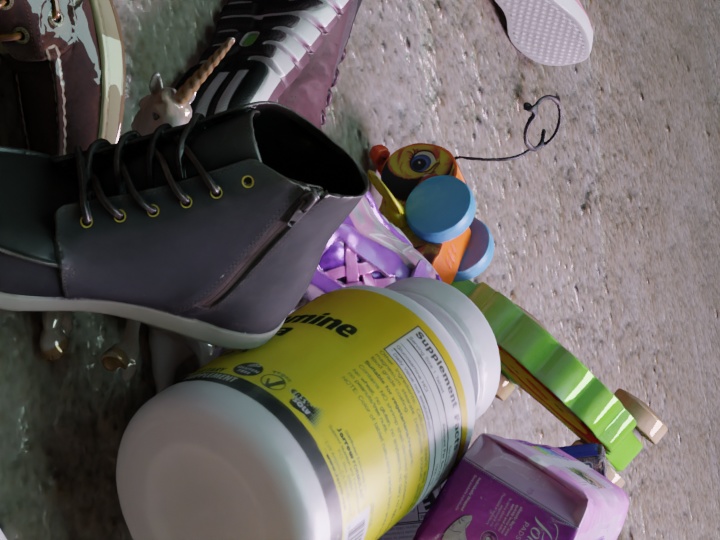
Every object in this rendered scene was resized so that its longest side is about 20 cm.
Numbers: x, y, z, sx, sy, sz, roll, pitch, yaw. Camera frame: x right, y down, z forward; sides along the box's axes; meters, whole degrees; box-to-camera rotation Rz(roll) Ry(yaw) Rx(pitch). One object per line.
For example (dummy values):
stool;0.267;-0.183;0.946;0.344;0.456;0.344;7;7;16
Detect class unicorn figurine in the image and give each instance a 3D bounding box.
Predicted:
unicorn figurine;-0.101;0.002;0.800;0.201;0.073;0.138;83;19;-52

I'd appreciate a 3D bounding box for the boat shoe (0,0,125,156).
boat shoe;-0.154;-0.127;0.734;0.071;0.072;0.203;-8;102;-35

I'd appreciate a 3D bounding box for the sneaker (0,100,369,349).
sneaker;-0.101;-0.037;0.675;0.198;0.106;0.075;12;45;-28

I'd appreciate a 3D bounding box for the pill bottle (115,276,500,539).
pill bottle;-0.015;0.075;0.780;0.200;0.111;0.114;-30;111;-52

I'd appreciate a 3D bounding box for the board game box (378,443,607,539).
board game box;0.085;0.218;1.003;0.097;0.157;0.203;12;72;-81

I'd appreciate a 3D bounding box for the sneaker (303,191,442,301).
sneaker;0.000;0.000;0.920;0.088;0.081;0.200;45;3;32

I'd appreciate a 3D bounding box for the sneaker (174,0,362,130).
sneaker;-0.042;-0.101;0.962;0.201;0.075;0.116;-57;139;-41

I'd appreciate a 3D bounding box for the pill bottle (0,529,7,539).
pill bottle;-0.136;0.175;0.589;0.113;0.111;0.201;-67;148;-48

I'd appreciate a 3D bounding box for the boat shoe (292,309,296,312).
boat shoe;-0.016;0.067;0.956;0.066;0.073;0.200;64;4;25

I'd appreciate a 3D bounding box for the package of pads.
package of pads;0.079;0.154;0.856;0.121;0.075;0.200;-61;164;1

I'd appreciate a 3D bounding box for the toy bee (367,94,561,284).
toy bee;0.043;-0.037;1.104;0.200;0.108;0.132;-43;140;-35

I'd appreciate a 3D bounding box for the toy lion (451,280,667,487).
toy lion;0.120;0.064;1.125;0.069;0.200;0.192;-47;138;-2

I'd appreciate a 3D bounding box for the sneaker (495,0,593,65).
sneaker;0.153;-0.267;1.414;0.200;0.075;0.106;41;52;-50
